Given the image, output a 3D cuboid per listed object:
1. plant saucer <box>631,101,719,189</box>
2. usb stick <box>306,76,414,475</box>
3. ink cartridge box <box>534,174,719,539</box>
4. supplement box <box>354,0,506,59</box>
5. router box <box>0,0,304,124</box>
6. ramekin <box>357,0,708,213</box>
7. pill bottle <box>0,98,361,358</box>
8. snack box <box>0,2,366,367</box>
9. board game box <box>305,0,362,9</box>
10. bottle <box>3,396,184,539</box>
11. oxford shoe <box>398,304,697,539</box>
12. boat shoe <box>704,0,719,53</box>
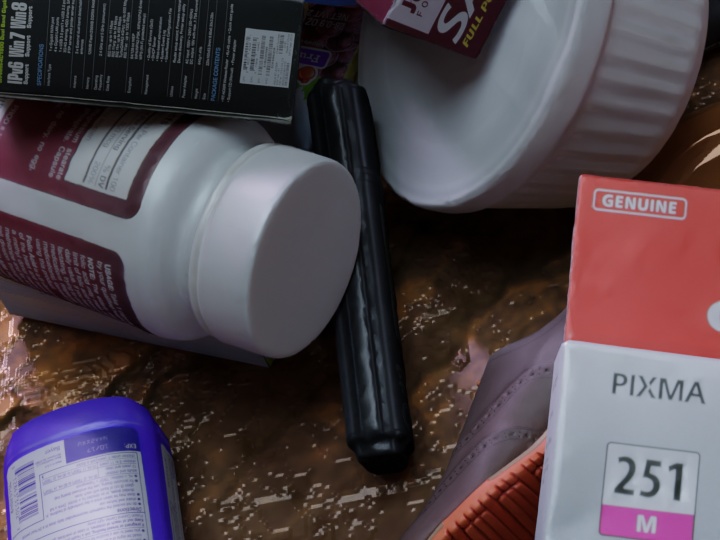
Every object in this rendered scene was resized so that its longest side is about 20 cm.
[{"bbox_3d":[0.204,-0.016,0.942,0.200,0.037,0.200,-9,53,12],"label":"plant saucer"},{"bbox_3d":[0.000,0.000,0.958,0.033,0.055,0.200,-9,69,4],"label":"usb stick"},{"bbox_3d":[0.183,0.048,0.827,0.200,0.044,0.174,6,79,3],"label":"ink cartridge box"},{"bbox_3d":[0.015,-0.196,0.954,0.109,0.061,0.200,-63,34,17],"label":"supplement box"},{"bbox_3d":[-0.110,-0.133,0.945,0.150,0.062,0.200,4,20,-8],"label":"router box"},{"bbox_3d":[0.089,-0.122,0.970,0.094,0.202,0.203,9,43,-30],"label":"ramekin"},{"bbox_3d":[-0.108,-0.033,0.931,0.200,0.114,0.114,19,63,27],"label":"pill bottle"},{"bbox_3d":[-0.093,-0.058,1.057,0.168,0.068,0.200,9,60,24],"label":"snack box"},{"bbox_3d":[0.013,-0.189,1.148,0.200,0.019,0.103,-3,53,17],"label":"board game box"},{"bbox_3d":[-0.121,0.157,0.908,0.083,0.065,0.200,-19,51,6],"label":"bottle"},{"bbox_3d":[0.074,0.084,0.893,0.200,0.071,0.073,-44,44,-8],"label":"oxford shoe"},{"bbox_3d":[0.208,-0.161,1.026,0.200,0.073,0.063,-41,51,-16],"label":"boat shoe"}]
